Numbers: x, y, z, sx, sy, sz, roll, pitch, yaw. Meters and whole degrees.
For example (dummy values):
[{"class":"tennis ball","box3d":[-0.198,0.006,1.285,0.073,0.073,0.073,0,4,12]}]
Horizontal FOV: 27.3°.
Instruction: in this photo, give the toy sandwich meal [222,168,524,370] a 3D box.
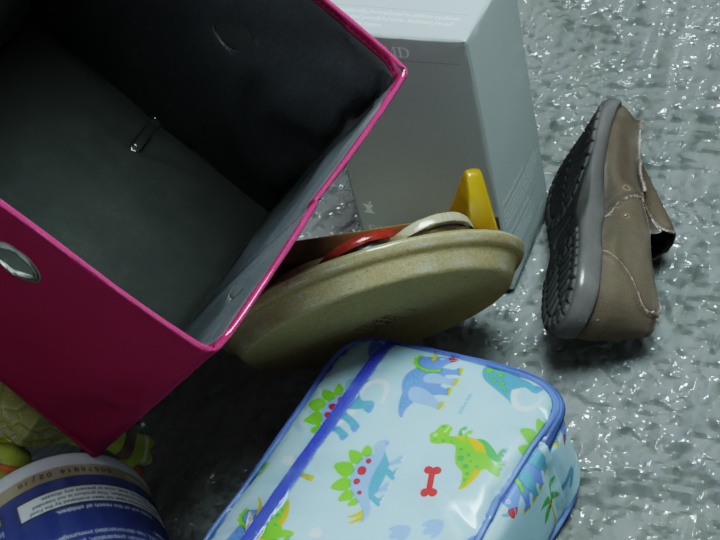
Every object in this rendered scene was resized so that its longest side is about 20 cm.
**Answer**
[{"class":"toy sandwich meal","box3d":[0.000,0.000,0.862,0.204,0.205,0.071,-18,75,2]}]

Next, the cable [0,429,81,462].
[{"class":"cable","box3d":[-0.252,0.064,0.971,0.199,0.069,0.200,-35,47,-14]}]

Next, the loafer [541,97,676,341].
[{"class":"loafer","box3d":[0.158,-0.026,0.926,0.071,0.073,0.201,22,48,-7]}]

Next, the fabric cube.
[{"class":"fabric cube","box3d":[-0.133,-0.057,0.759,0.196,0.199,0.201,38,59,-8]}]

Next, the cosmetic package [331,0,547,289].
[{"class":"cosmetic package","box3d":[0.048,-0.091,0.920,0.106,0.201,0.091,7,50,26]}]

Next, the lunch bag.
[{"class":"lunch bag","box3d":[0.013,0.134,0.803,0.160,0.083,0.200,15,53,34]}]

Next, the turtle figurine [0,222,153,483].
[{"class":"turtle figurine","box3d":[-0.192,0.055,0.859,0.162,0.199,0.064,-69,18,-9]}]

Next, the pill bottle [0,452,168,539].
[{"class":"pill bottle","box3d":[-0.135,0.200,0.766,0.110,0.112,0.200,-26,44,-6]}]
